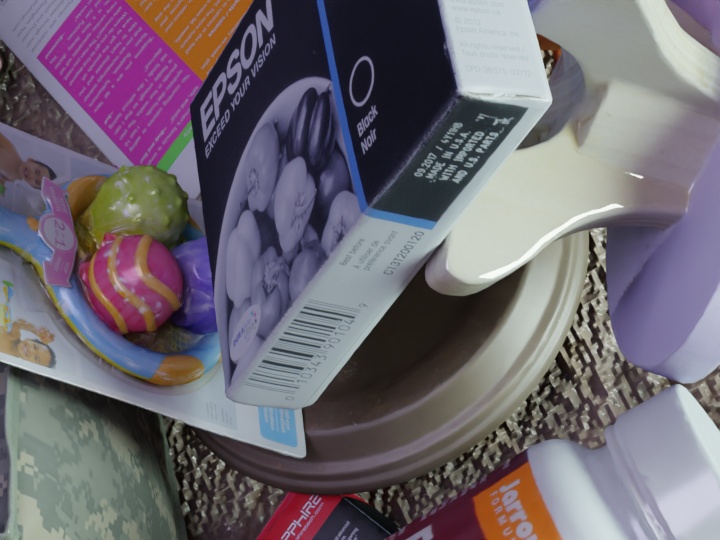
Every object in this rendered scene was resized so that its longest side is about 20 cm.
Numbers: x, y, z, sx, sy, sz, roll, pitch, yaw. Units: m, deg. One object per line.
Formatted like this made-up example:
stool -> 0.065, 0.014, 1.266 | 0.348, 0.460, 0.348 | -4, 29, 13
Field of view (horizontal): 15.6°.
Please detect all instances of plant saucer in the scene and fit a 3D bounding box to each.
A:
plant saucer -> 0.000, 0.000, 1.124 | 0.199, 0.029, 0.201 | -13, 56, 20

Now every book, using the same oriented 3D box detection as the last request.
book -> -0.086, -0.117, 1.189 | 0.134, 0.048, 0.200 | -47, 52, 5

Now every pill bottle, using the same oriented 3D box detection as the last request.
pill bottle -> 0.061, 0.135, 0.988 | 0.199, 0.114, 0.115 | -33, 66, 10

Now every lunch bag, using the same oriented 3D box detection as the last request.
lunch bag -> -0.149, 0.072, 1.091 | 0.117, 0.164, 0.201 | -13, 52, 17

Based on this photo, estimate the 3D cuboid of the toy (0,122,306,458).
toy -> -0.095, -0.007, 1.034 | 0.047, 0.199, 0.116 | -40, 44, 41

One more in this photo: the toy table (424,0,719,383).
toy table -> 0.091, -0.067, 0.987 | 0.184, 0.117, 0.201 | 132, 151, -50

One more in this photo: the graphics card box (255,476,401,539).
graphics card box -> 0.022, 0.189, 1.079 | 0.200, 0.051, 0.126 | 35, 89, 27

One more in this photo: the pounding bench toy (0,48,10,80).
pounding bench toy -> -0.233, -0.074, 1.201 | 0.124, 0.156, 0.200 | -42, 85, 5

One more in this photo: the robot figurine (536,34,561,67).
robot figurine -> 0.068, -0.178, 1.087 | 0.116, 0.144, 0.201 | -22, 113, 9

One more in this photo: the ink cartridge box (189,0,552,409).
ink cartridge box -> -0.007, -0.084, 0.986 | 0.198, 0.043, 0.201 | -53, 36, 45
